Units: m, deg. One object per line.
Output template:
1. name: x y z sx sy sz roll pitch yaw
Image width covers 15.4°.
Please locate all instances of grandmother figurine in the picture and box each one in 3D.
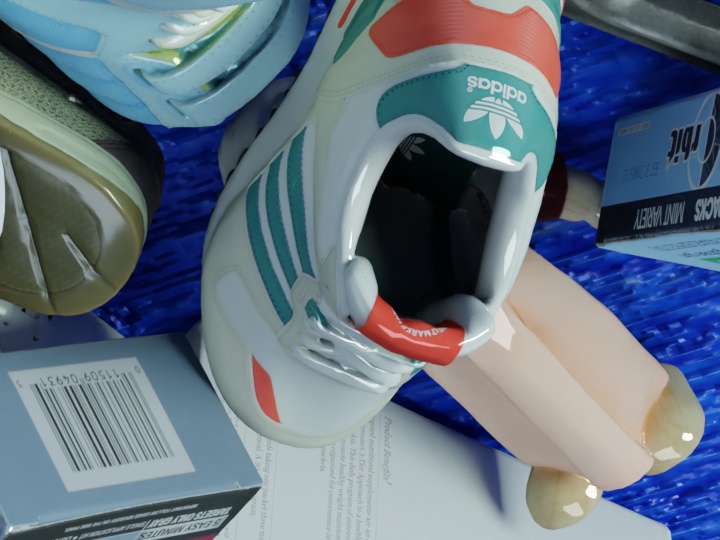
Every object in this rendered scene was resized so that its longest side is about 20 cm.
1. grandmother figurine: 0.031 0.004 0.834 0.121 0.061 0.200 -39 128 15

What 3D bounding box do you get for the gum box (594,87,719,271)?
1. gum box: 0.186 -0.012 0.745 0.199 0.045 0.170 11 176 -10

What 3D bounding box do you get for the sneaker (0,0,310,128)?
1. sneaker: -0.039 -0.084 0.686 0.200 0.080 0.130 19 166 49

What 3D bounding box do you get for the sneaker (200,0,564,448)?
1. sneaker: 0.001 0.000 0.725 0.070 0.094 0.200 15 135 -13

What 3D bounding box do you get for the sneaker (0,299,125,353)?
1. sneaker: -0.139 0.000 0.830 0.200 0.072 0.072 31 121 -32

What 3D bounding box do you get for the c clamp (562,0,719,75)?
1. c clamp: 0.111 -0.072 0.706 0.199 0.027 0.171 20 168 -15

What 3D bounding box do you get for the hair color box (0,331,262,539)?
1. hair color box: -0.128 0.103 0.817 0.099 0.061 0.200 -6 148 -45

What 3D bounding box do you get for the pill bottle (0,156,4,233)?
1. pill bottle: -0.199 -0.008 0.698 0.199 0.111 0.111 -19 134 16

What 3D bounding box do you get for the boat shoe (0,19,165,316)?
1. boat shoe: -0.144 -0.063 0.762 0.200 0.066 0.072 34 119 -5

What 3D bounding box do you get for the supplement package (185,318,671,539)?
1. supplement package: -0.012 0.162 0.908 0.199 0.192 0.147 25 134 -22
